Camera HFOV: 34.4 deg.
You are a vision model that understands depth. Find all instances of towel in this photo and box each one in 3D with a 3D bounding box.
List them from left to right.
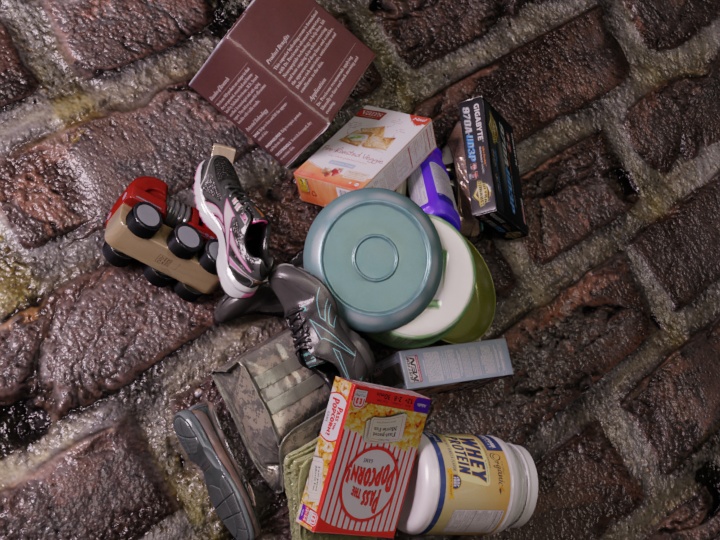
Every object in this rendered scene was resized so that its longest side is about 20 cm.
[{"bbox_3d":[-0.040,0.318,1.606,0.147,0.036,0.203,-19,112,-35],"label":"towel"}]

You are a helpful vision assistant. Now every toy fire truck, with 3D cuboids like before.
[{"bbox_3d":[-0.254,-0.089,1.647,0.175,0.129,0.202,28,41,-24],"label":"toy fire truck"}]

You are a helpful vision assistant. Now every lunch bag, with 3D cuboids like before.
[{"bbox_3d":[-0.088,0.189,1.628,0.163,0.117,0.202,-28,93,-35],"label":"lunch bag"}]

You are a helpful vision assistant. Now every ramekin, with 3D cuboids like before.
[{"bbox_3d":[0.073,0.010,1.673,0.197,0.098,0.203,1,85,-7],"label":"ramekin"}]

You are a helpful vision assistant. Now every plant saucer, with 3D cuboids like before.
[{"bbox_3d":[0.020,-0.016,1.607,0.197,0.027,0.204,1,85,-7],"label":"plant saucer"},{"bbox_3d":[0.132,0.026,1.852,0.198,0.031,0.203,16,61,-30],"label":"plant saucer"}]

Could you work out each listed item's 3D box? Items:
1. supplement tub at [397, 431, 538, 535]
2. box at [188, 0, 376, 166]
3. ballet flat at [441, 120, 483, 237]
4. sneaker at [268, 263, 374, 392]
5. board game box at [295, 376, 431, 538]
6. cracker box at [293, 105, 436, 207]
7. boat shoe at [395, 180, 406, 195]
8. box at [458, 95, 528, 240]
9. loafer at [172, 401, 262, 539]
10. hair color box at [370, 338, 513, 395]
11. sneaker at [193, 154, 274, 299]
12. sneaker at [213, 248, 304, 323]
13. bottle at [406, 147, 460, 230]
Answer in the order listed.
[{"bbox_3d":[0.145,0.312,1.697,0.197,0.144,0.147,7,69,-27],"label":"supplement tub"},{"bbox_3d":[-0.117,-0.303,1.761,0.199,0.164,0.167,39,58,-11],"label":"box"},{"bbox_3d":[0.157,-0.152,1.927,0.066,0.068,0.203,-7,72,-3],"label":"ballet flat"},{"bbox_3d":[-0.061,0.079,1.569,0.201,0.075,0.079,50,51,-7],"label":"sneaker"},{"bbox_3d":[0.006,0.255,1.575,0.150,0.046,0.203,14,91,-41],"label":"board game box"},{"bbox_3d":[0.009,-0.173,1.804,0.200,0.133,0.058,-46,137,-34],"label":"cracker box"},{"bbox_3d":[0.031,-0.057,1.817,0.062,0.071,0.203,5,81,9],"label":"boat shoe"},{"bbox_3d":[0.221,-0.166,1.928,0.159,0.045,0.203,28,53,-60],"label":"box"},{"bbox_3d":[-0.180,0.269,1.574,0.063,0.072,0.202,-26,84,-40],"label":"loafer"},{"bbox_3d":[0.123,0.152,1.770,0.197,0.099,0.062,-4,74,-30],"label":"hair color box"},{"bbox_3d":[-0.160,-0.069,1.586,0.080,0.086,0.203,-6,72,-47],"label":"sneaker"},{"bbox_3d":[-0.115,0.035,1.666,0.198,0.076,0.092,-26,88,-7],"label":"sneaker"},{"bbox_3d":[0.109,-0.142,1.864,0.083,0.065,0.202,42,29,-47],"label":"bottle"}]
